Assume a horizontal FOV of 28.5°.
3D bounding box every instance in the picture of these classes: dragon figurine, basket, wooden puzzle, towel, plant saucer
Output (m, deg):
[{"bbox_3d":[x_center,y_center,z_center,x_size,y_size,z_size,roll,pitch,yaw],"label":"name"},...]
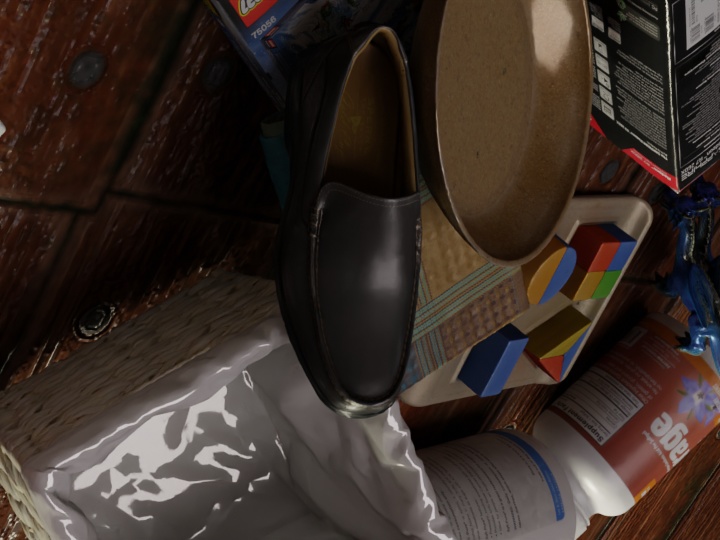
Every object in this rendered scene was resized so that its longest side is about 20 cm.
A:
[{"bbox_3d":[0.289,0.022,1.161,0.059,0.201,0.099,-14,161,-10],"label":"dragon figurine"},{"bbox_3d":[-0.083,0.128,0.804,0.198,0.161,0.201,-30,110,-22],"label":"basket"},{"bbox_3d":[0.137,0.028,1.096,0.200,0.046,0.186,-1,125,-46],"label":"wooden puzzle"},{"bbox_3d":[0.026,-0.027,0.828,0.146,0.022,0.201,-30,123,-23],"label":"towel"},{"bbox_3d":[0.076,-0.103,0.790,0.200,0.035,0.201,-15,107,-57],"label":"plant saucer"}]

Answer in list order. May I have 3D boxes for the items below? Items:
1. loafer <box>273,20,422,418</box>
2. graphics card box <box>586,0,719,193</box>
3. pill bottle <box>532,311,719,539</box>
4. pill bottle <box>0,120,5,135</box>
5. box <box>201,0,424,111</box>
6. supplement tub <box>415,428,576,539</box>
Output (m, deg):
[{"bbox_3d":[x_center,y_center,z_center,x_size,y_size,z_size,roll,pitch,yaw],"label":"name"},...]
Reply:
[{"bbox_3d":[-0.002,-0.027,0.713,0.072,0.201,0.072,-3,171,-21],"label":"loafer"},{"bbox_3d":[0.168,-0.154,0.884,0.051,0.125,0.200,-36,143,-11],"label":"graphics card box"},{"bbox_3d":[0.225,0.141,1.240,0.200,0.112,0.112,-42,145,-6],"label":"pill bottle"},{"bbox_3d":[-0.250,-0.026,0.585,0.200,0.112,0.112,-41,145,-7],"label":"pill bottle"},{"bbox_3d":[0.011,-0.181,0.768,0.200,0.040,0.137,-43,146,-5],"label":"box"},{"bbox_3d":[0.063,0.205,1.117,0.199,0.132,0.132,-7,129,-42],"label":"supplement tub"}]
